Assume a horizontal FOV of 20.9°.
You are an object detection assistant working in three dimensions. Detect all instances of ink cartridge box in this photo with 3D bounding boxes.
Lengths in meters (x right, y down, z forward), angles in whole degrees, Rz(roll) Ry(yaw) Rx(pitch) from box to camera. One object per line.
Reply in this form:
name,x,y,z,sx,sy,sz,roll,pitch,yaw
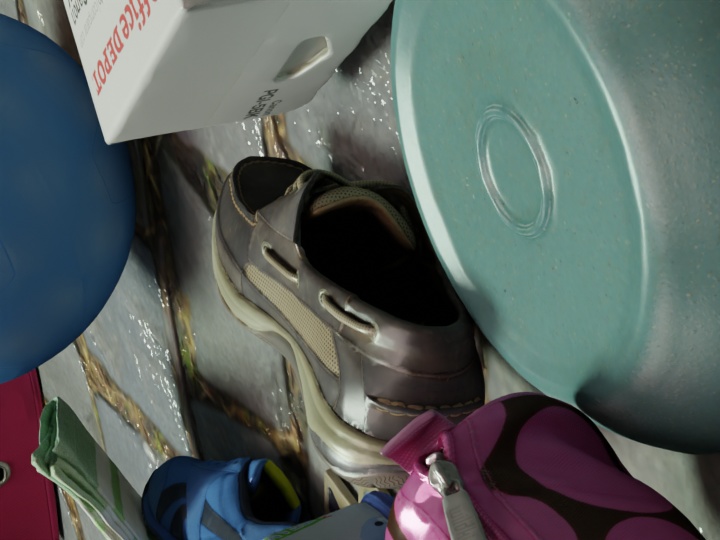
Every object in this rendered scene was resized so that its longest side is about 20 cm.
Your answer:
ink cartridge box,-0.069,-0.164,0.694,0.147,0.083,0.201,139,115,-67

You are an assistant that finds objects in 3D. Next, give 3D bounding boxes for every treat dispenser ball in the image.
treat dispenser ball,-0.216,-0.037,1.007,0.201,0.200,0.202,49,149,43

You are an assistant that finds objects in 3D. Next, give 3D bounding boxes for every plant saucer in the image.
plant saucer,0.058,-0.034,0.584,0.200,0.036,0.201,48,148,44

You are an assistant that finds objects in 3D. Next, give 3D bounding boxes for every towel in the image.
towel,-0.106,0.160,1.028,0.200,0.023,0.153,53,177,-9

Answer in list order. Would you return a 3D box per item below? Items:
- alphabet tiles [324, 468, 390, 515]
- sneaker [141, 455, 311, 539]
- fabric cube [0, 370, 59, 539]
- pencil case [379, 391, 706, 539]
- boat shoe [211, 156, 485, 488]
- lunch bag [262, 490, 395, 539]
alphabet tiles,0.032,0.186,0.863,0.200,0.006,0.167,50,150,42
sneaker,-0.058,0.123,0.973,0.079,0.066,0.200,-63,20,6
fabric cube,-0.363,0.115,1.482,0.200,0.199,0.197,47,147,45
pencil case,0.080,0.112,0.516,0.200,0.091,0.094,41,170,49
boat shoe,0.000,0.000,0.709,0.200,0.074,0.074,-128,44,-52
lunch bag,0.022,0.196,0.791,0.200,0.075,0.161,55,155,32
